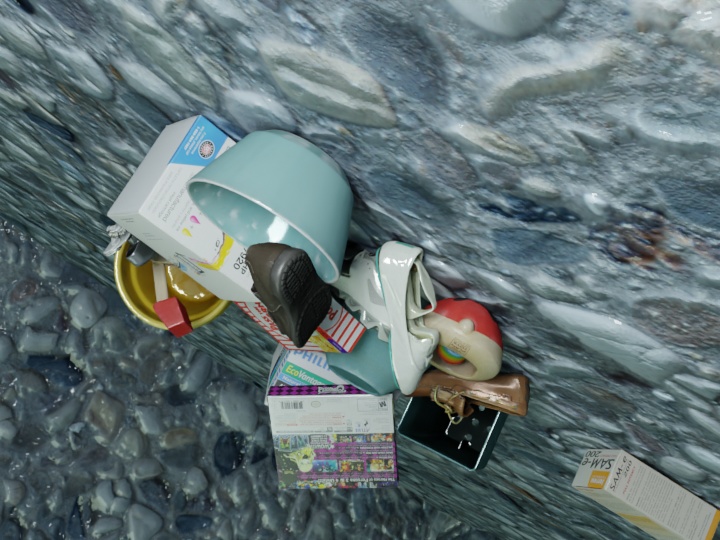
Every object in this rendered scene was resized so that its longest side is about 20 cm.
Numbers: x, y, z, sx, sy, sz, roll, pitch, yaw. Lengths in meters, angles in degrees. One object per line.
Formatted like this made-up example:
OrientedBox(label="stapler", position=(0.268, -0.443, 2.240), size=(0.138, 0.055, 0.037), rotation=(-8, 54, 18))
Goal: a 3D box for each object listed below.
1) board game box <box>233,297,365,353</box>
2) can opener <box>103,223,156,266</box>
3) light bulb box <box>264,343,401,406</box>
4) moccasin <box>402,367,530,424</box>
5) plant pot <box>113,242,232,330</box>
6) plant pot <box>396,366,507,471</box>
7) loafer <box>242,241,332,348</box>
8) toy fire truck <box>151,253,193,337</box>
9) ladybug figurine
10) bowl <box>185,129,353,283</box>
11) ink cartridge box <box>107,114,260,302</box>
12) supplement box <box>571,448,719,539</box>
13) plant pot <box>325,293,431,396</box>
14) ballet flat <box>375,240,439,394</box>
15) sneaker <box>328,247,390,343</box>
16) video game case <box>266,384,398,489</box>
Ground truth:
OrientedBox(label="board game box", position=(-0.101, 0.051, 1.289), size=(0.151, 0.047, 0.199), rotation=(43, 158, -20))
OrientedBox(label="can opener", position=(-0.296, -0.081, 1.264), size=(0.052, 0.201, 0.066), rotation=(-26, 122, 34))
OrientedBox(label="light bulb box", position=(-0.045, 0.173, 1.539), size=(0.196, 0.126, 0.200), rotation=(26, -165, -8))
OrientedBox(label="moccasin", position=(0.157, 0.191, 1.386), size=(0.198, 0.079, 0.074), rotation=(3, 163, 18))
OrientedBox(label="plant pot", position=(-0.289, -0.006, 1.525), size=(0.199, 0.202, 0.189), rotation=(30, -179, 0))
OrientedBox(label="plant pot", position=(0.174, 0.242, 1.514), size=(0.140, 0.143, 0.200), rotation=(23, 174, 23))
OrientedBox(label="loafer", position=(-0.084, 0.020, 1.046), size=(0.071, 0.073, 0.201), rotation=(29, 157, 20))
OrientedBox(label="toy fire truck", position=(-0.247, -0.023, 1.301), size=(0.202, 0.140, 0.049), rotation=(63, 178, 21))
OrientedBox(label="ladybug figurine", position=(0.133, 0.088, 1.221), size=(0.135, 0.072, 0.200), rotation=(29, 164, 2))
OrientedBox(label="bowl", position=(-0.087, -0.084, 1.035), size=(0.199, 0.106, 0.201), rotation=(28, 165, 8))
OrientedBox(label="ink cartridge box", position=(-0.189, -0.074, 1.175), size=(0.199, 0.148, 0.144), rotation=(38, 163, -26))
OrientedBox(label="supplement box", position=(0.463, 0.371, 1.486), size=(0.199, 0.074, 0.126), rotation=(32, 165, -6))
OrientedBox(label="plant pot", position=(0.022, 0.106, 1.367), size=(0.198, 0.136, 0.200), rotation=(28, 164, 9))
OrientedBox(label="ballet flat", position=(0.065, 0.062, 1.130), size=(0.069, 0.069, 0.203), rotation=(10, 114, 51))
OrientedBox(label="sneaker", position=(0.000, 0.000, 1.221), size=(0.200, 0.089, 0.074), rotation=(40, -157, 21))
OrientedBox(label="video game case", position=(-0.041, 0.264, 1.444), size=(0.197, 0.036, 0.184), rotation=(-2, 116, 5))
